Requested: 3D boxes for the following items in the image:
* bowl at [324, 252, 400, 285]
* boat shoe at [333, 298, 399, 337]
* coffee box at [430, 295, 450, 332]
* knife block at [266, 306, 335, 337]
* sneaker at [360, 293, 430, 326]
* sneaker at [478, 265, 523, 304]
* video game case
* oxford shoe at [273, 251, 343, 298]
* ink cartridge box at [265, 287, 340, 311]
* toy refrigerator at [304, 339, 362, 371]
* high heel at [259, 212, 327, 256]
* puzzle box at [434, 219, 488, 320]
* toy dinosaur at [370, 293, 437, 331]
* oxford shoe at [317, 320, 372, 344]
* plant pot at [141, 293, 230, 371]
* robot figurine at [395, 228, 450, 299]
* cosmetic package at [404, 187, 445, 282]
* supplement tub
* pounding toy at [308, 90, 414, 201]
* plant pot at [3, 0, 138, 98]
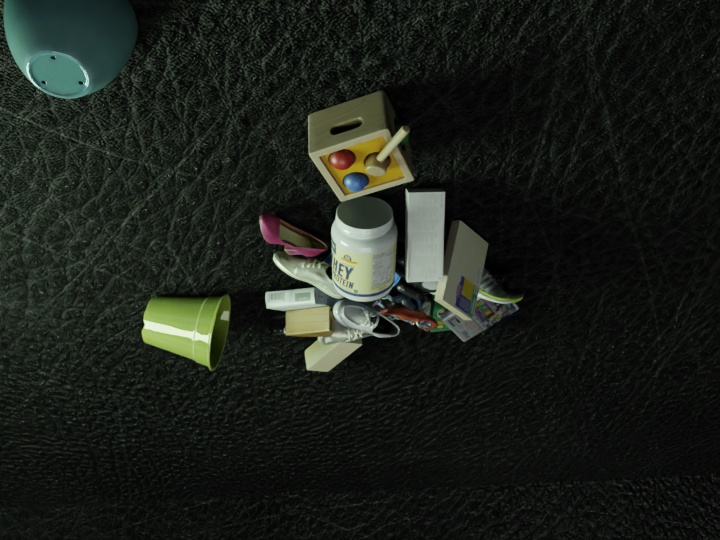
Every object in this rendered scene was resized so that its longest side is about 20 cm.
[{"bbox_3d":[0.000,0.000,1.782,0.200,0.040,0.201,-3,147,-2],"label":"bowl"},{"bbox_3d":[0.020,0.122,1.822,0.200,0.074,0.065,20,168,-39],"label":"boat shoe"},{"bbox_3d":[0.253,0.100,1.955,0.122,0.044,0.200,-5,147,-1],"label":"coffee box"},{"bbox_3d":[-0.158,0.136,1.859,0.175,0.064,0.200,0,170,-7],"label":"knife block"},{"bbox_3d":[0.093,0.094,1.920,0.199,0.075,0.081,4,128,-11],"label":"sneaker"},{"bbox_3d":[0.317,0.031,1.796,0.199,0.081,0.074,14,-173,-7],"label":"sneaker"},{"bbox_3d":[0.323,0.112,1.933,0.182,0.023,0.200,-33,148,10],"label":"video game case"},{"bbox_3d":[-0.113,-0.003,1.700,0.199,0.075,0.058,27,126,8],"label":"oxford shoe"},{"bbox_3d":[-0.124,0.082,1.873,0.162,0.057,0.200,-7,172,32],"label":"ink cartridge box"},{"bbox_3d":[-0.081,0.222,2.090,0.076,0.070,0.200,9,146,-31],"label":"toy refrigerator"},{"bbox_3d":[-0.150,-0.080,1.609,0.095,0.068,0.200,-4,153,19],"label":"high heel"},{"bbox_3d":[0.236,0.000,1.666,0.025,0.201,0.133,-2,155,41],"label":"puzzle box"},{"bbox_3d":[0.118,0.117,1.819,0.181,0.200,0.105,34,122,-12],"label":"toy dinosaur"},{"bbox_3d":[-0.018,0.161,1.953,0.199,0.058,0.075,-14,126,-12],"label":"oxford shoe"},{"bbox_3d":[-0.451,0.142,1.847,0.189,0.201,0.200,11,147,2],"label":"plant pot"},{"bbox_3d":[0.158,-0.018,1.691,0.150,0.125,0.200,-25,141,36],"label":"robot figurine"},{"bbox_3d":[0.140,-0.077,1.566,0.082,0.051,0.201,0,107,-2],"label":"cosmetic package"},{"bbox_3d":[0.008,-0.047,1.586,0.144,0.145,0.201,-2,130,-3],"label":"supplement tub"},{"bbox_3d":[0.018,-0.228,1.339,0.199,0.143,0.184,-14,146,17],"label":"pounding toy"},{"bbox_3d":[-0.456,-0.349,1.114,0.199,0.135,0.200,-3,147,-2],"label":"plant pot"}]
